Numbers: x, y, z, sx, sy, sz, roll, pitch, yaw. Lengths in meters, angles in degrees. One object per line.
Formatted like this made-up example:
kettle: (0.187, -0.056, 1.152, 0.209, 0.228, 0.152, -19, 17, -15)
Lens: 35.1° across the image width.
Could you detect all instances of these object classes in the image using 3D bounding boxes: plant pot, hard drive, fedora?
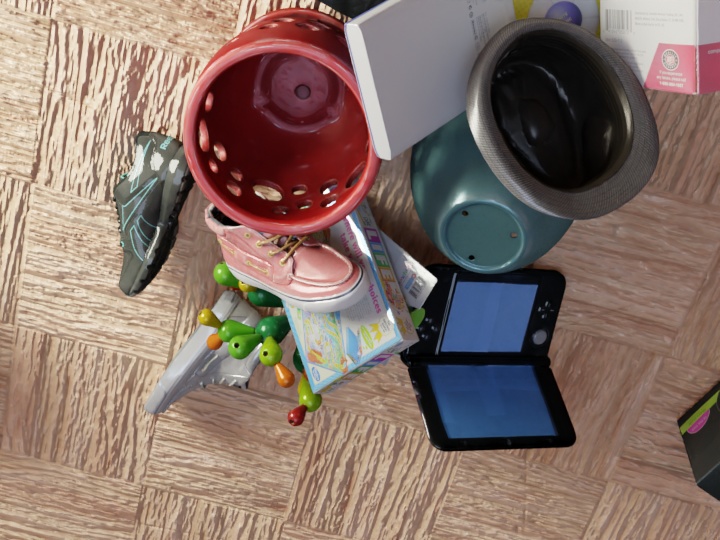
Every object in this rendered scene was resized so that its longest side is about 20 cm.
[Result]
plant pot: (-0.069, -0.165, 1.162, 0.196, 0.183, 0.204, 2, 120, 3)
plant pot: (0.138, -0.076, 1.200, 0.196, 0.136, 0.203, 9, 130, 11)
hard drive: (0.076, -0.211, 1.086, 0.025, 0.199, 0.134, 18, 133, 45)
fedora: (0.182, -0.138, 1.092, 0.176, 0.090, 0.201, -38, 89, -14)

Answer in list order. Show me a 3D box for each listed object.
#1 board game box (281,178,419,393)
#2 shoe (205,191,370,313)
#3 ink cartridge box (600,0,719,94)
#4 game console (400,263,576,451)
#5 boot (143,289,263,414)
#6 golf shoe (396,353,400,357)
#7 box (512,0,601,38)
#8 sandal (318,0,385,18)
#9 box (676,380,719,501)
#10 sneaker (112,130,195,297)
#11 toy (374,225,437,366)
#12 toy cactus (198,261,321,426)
board game box: (-0.027, 0.014, 1.246, 0.134, 0.203, 0.034, -32, 158, 31)
shoe: (-0.083, -0.022, 1.201, 0.198, 0.072, 0.092, 16, 146, 39)
ink cartridge box: (0.296, -0.276, 1.064, 0.081, 0.146, 0.204, -11, 108, -22)
game console: (0.158, 0.095, 1.275, 0.197, 0.119, 0.175, 3, 111, -27)
boot: (-0.181, 0.124, 1.391, 0.095, 0.074, 0.201, 36, 115, -8)
golf shoe: (0.069, 0.087, 1.347, 0.198, 0.089, 0.077, 34, 115, -15)
box: (0.200, -0.271, 1.162, 0.116, 0.049, 0.201, -31, 111, 19)
sandal: (-0.057, -0.310, 1.159, 0.197, 0.045, 0.076, 22, 119, -8)
box: (0.510, 0.222, 1.367, 0.198, 0.125, 0.149, 33, 116, -15)
sneaker: (-0.245, -0.066, 1.304, 0.078, 0.075, 0.202, 25, 110, 3)
toy: (0.000, 0.000, 1.279, 0.047, 0.200, 0.116, 7, 120, -52)
toy cactus: (-0.088, 0.070, 1.314, 0.201, 0.164, 0.103, 49, 140, 14)
